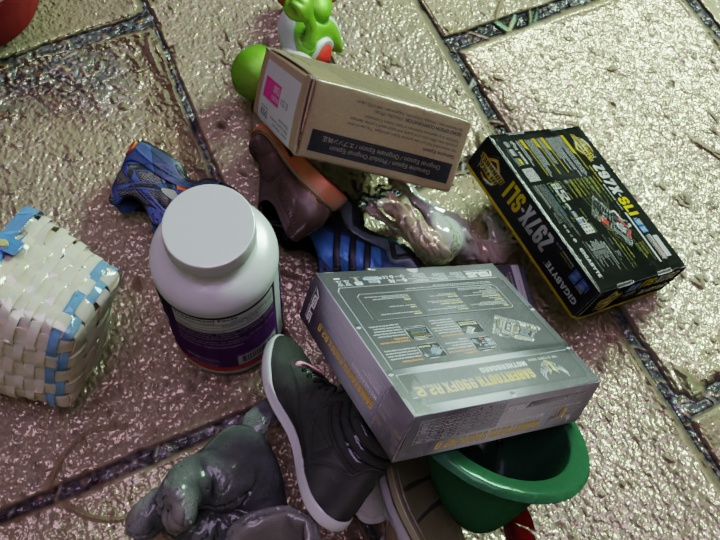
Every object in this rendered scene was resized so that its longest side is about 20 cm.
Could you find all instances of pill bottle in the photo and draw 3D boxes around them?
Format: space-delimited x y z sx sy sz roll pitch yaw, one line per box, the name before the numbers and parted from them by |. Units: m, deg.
pill bottle | -0.127 0.009 0.755 0.110 0.201 0.114 1 62 -3

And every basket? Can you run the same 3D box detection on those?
basket | -0.328 0.026 0.758 0.197 0.177 0.140 22 48 -7

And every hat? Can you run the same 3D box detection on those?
hat | 0.088 0.194 0.709 0.163 0.178 0.201 1 36 -31

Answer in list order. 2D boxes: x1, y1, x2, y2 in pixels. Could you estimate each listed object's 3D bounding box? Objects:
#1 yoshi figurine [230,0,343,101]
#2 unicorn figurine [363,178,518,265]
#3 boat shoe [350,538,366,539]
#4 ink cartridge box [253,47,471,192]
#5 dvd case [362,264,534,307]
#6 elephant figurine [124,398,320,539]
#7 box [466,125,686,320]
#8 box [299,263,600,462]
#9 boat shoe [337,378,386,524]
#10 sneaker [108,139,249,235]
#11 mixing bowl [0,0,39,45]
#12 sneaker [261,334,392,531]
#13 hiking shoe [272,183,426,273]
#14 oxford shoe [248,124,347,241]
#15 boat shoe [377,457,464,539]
yoshi figurine | -0.090 -0.263 0.955 0.110 0.113 0.203 3 64 16
unicorn figurine | 0.086 -0.044 0.851 0.137 0.074 0.200 36 32 12
boat shoe | -0.013 0.321 0.664 0.072 0.065 0.203 -8 71 18
ink cartridge box | -0.007 -0.154 0.831 0.162 0.076 0.200 10 19 -22
dvd case | 0.098 0.068 0.780 0.198 0.016 0.151 -1 71 -36
elephant figurine | -0.087 0.244 0.694 0.200 0.141 0.155 47 110 11
box | 0.222 -0.057 0.861 0.158 0.049 0.201 -12 61 -41
box | 0.072 0.064 0.676 0.198 0.049 0.159 -4 41 -35
boat shoe | 0.010 0.128 0.780 0.071 0.060 0.205 12 77 -33
sneaker | -0.176 -0.056 0.866 0.198 0.076 0.079 28 74 19
mixing bowl | -0.447 -0.329 0.958 0.196 0.109 0.203 1 64 -2
sneaker | -0.021 0.110 0.718 0.099 0.070 0.201 -45 43 19
hiking shoe | 0.000 0.000 0.848 0.087 0.075 0.200 -42 62 -13
oxford shoe | -0.085 -0.092 0.852 0.073 0.071 0.200 -49 32 3
boat shoe | 0.049 0.229 0.713 0.074 0.068 0.203 -3 65 -45
